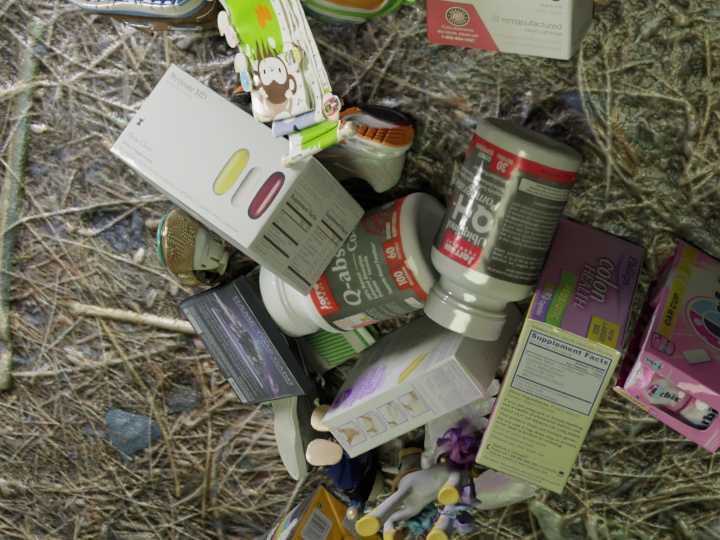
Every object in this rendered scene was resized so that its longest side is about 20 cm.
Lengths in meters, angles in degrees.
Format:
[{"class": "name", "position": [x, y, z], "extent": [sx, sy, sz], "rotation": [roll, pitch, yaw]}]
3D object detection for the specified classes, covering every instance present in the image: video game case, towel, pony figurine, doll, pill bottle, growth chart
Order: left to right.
[{"class": "video game case", "position": [-0.130, 0.082, 1.845], "extent": [0.144, 0.019, 0.200], "rotation": [58, 155, -6]}, {"class": "growth chart", "position": [-0.077, -0.193, 1.532], "extent": [0.144, 0.018, 0.202], "rotation": [-29, 83, 54]}, {"class": "towel", "position": [-0.090, 0.065, 1.907], "extent": [0.199, 0.023, 0.153], "rotation": [-33, 104, 39]}, {"class": "doll", "position": [-0.008, 0.217, 1.906], "extent": [0.048, 0.138, 0.200], "rotation": [0, 155, 17]}, {"class": "pill bottle", "position": [0.000, 0.000, 1.750], "extent": [0.198, 0.116, 0.116], "rotation": [-19, 113, 29]}, {"class": "pony figurine", "position": [0.095, 0.227, 1.845], "extent": [0.192, 0.200, 0.168], "rotation": [-23, 105, 19]}, {"class": "pill bottle", "position": [0.133, -0.039, 1.626], "extent": [0.110, 0.111, 0.202], "rotation": [22, 103, 9]}]

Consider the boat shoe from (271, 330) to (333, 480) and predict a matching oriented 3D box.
[{"class": "boat shoe", "position": [-0.067, 0.147, 1.898], "extent": [0.074, 0.060, 0.202], "rotation": [35, 140, 53]}]

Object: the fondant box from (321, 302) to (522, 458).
[{"class": "fondant box", "position": [0.066, 0.105, 1.780], "extent": [0.199, 0.145, 0.058], "rotation": [-31, 107, 37]}]

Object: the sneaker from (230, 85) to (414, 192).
[{"class": "sneaker", "position": [-0.045, -0.133, 1.718], "extent": [0.198, 0.076, 0.093], "rotation": [20, 133, 13]}]

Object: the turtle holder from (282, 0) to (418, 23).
[{"class": "turtle holder", "position": [-0.036, -0.309, 1.541], "extent": [0.186, 0.131, 0.141], "rotation": [51, 142, 20]}]

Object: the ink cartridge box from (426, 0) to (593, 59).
[{"class": "ink cartridge box", "position": [0.134, -0.306, 1.504], "extent": [0.145, 0.083, 0.202], "rotation": [10, 126, 19]}]

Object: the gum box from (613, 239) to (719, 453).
[{"class": "gum box", "position": [0.323, 0.073, 1.599], "extent": [0.113, 0.200, 0.066], "rotation": [31, 130, 0]}]

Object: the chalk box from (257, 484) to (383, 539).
[{"class": "chalk box", "position": [-0.077, 0.386, 2.056], "extent": [0.124, 0.125, 0.200], "rotation": [40, 131, -5]}]

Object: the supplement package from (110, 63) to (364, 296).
[{"class": "supplement package", "position": [-0.122, -0.091, 1.673], "extent": [0.199, 0.111, 0.156], "rotation": [34, 176, 27]}]

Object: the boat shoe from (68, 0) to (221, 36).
[{"class": "boat shoe", "position": [-0.225, -0.274, 1.697], "extent": [0.199, 0.073, 0.072], "rotation": [17, 160, 37]}]

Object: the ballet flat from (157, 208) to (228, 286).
[{"class": "ballet flat", "position": [-0.177, -0.023, 1.810], "extent": [0.065, 0.200, 0.071], "rotation": [8, 84, 2]}]

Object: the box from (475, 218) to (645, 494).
[{"class": "box", "position": [0.202, 0.086, 1.679], "extent": [0.096, 0.176, 0.201], "rotation": [20, 129, 5]}]
